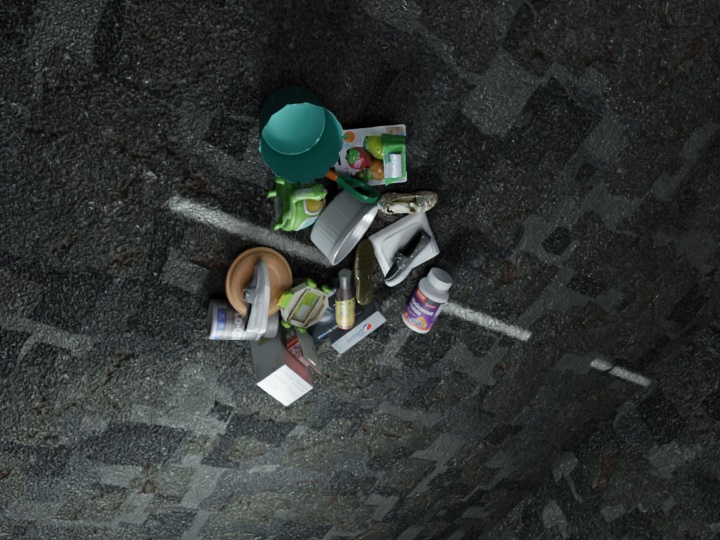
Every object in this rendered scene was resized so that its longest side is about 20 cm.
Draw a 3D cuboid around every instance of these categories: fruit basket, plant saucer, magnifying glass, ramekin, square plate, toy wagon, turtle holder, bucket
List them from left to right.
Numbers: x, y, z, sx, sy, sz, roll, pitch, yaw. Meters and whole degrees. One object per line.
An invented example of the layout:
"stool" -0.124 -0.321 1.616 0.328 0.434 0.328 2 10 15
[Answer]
"plant saucer" -0.286 0.036 1.513 0.195 0.032 0.207 -6 103 -26
"bucket" -0.150 -0.328 1.272 0.201 0.136 0.212 -10 129 -12
"turtle holder" -0.156 -0.187 1.367 0.128 0.144 0.187 -6 146 -27
"toy wagon" -0.176 0.097 1.564 0.198 0.039 0.157 26 100 -49
"ramekin" -0.047 -0.125 1.435 0.097 0.200 0.202 39 112 6
"magnifying glass" -0.043 -0.233 1.394 0.196 0.080 0.023 29 122 -1
"fruit basket" 0.025 -0.291 1.397 0.194 0.095 0.188 -9 138 -2
"square plate" 0.141 -0.071 1.657 0.194 0.029 0.202 -29 131 1

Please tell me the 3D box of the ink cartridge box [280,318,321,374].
"ink cartridge box" -0.186 0.237 1.653 0.050 0.202 0.109 -33 131 8

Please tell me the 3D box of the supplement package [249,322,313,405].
"supplement package" -0.251 0.284 1.665 0.110 0.202 0.156 -34 131 8

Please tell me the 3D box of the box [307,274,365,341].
"box" -0.102 0.120 1.700 0.197 0.044 0.161 -31 131 4

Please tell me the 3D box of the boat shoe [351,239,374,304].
"boat shoe" 0.001 0.000 1.632 0.070 0.066 0.207 -11 112 -28

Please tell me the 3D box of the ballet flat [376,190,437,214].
"ballet flat" 0.142 -0.189 1.542 0.194 0.064 0.077 -7 126 -17

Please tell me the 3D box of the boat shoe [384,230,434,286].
"boat shoe" 0.137 -0.041 1.617 0.200 0.070 0.066 -44 121 14

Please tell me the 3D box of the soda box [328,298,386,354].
"soda box" -0.013 0.185 1.769 0.198 0.069 0.064 -37 129 9

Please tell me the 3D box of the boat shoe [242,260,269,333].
"boat shoe" -0.292 0.074 1.467 0.067 0.072 0.206 -1 109 -26

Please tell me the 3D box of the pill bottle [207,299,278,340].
"pill bottle" -0.349 0.148 1.578 0.194 0.115 0.116 4 125 -24

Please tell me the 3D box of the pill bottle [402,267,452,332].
"pill bottle" 0.225 0.096 1.764 0.109 0.112 0.203 10 122 -27

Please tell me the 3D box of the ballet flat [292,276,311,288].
"ballet flat" -0.232 0.056 1.597 0.194 0.047 0.069 -4 127 -19

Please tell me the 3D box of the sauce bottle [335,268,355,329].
"sauce bottle" -0.047 0.087 1.624 0.064 0.067 0.204 -11 130 -12
